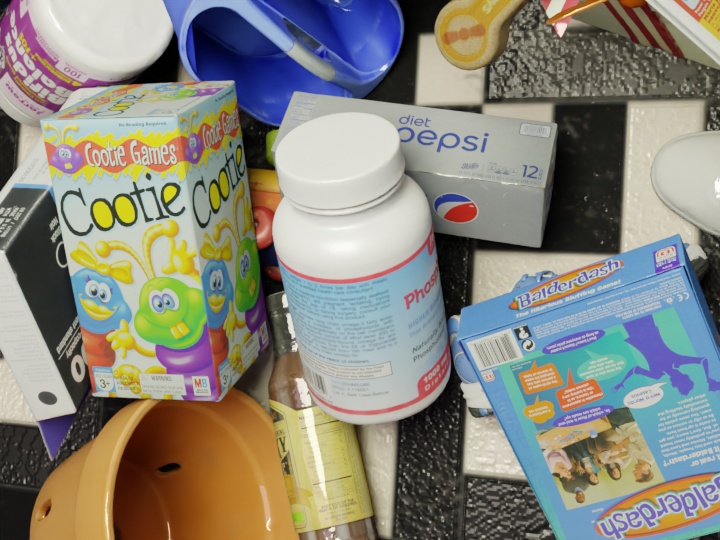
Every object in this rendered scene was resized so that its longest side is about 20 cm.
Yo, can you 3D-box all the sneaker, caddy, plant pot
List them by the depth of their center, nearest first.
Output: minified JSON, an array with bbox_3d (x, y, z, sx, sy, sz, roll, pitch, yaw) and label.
[{"bbox_3d":[0.282,-0.045,0.751,0.198,0.088,0.076,23,96,23],"label":"sneaker"},{"bbox_3d":[0.147,0.029,0.809,0.199,0.076,0.078,-30,80,17],"label":"sneaker"},{"bbox_3d":[-0.055,-0.184,0.850,0.141,0.199,0.105,-41,57,17],"label":"caddy"},{"bbox_3d":[-0.155,0.195,0.872,0.139,0.199,0.202,-19,79,36],"label":"plant pot"}]

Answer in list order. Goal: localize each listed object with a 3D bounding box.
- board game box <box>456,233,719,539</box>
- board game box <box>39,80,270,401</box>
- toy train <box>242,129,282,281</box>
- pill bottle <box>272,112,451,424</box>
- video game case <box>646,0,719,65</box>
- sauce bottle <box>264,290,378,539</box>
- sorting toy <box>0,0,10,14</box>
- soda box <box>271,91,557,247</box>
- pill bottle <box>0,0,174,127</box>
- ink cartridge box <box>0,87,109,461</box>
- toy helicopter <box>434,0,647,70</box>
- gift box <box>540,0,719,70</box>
[{"bbox_3d":[0.171,0.092,0.757,0.151,0.045,0.201,-19,113,19],"label":"board game box"},{"bbox_3d":[-0.139,-0.022,0.816,0.102,0.105,0.202,0,111,17],"label":"board game box"},{"bbox_3d":[-0.059,-0.058,0.910,0.198,0.085,0.117,6,71,16],"label":"toy train"},{"bbox_3d":[0.000,0.000,0.789,0.108,0.109,0.202,8,131,23],"label":"pill bottle"},{"bbox_3d":[0.218,-0.186,0.621,0.199,0.017,0.144,32,91,-23],"label":"video game case"},{"bbox_3d":[-0.036,0.116,0.888,0.064,0.065,0.202,-17,78,21],"label":"sauce bottle"},{"bbox_3d":[-0.255,-0.254,0.914,0.200,0.185,0.036,-40,102,20],"label":"sorting toy"},{"bbox_3d":[0.040,-0.074,0.837,0.198,0.069,0.064,8,55,12],"label":"soda box"},{"bbox_3d":[-0.234,-0.182,0.927,0.199,0.111,0.114,-20,76,57],"label":"pill bottle"},{"bbox_3d":[-0.205,0.003,0.855,0.043,0.199,0.201,2,131,14],"label":"ink cartridge box"},{"bbox_3d":[0.116,-0.186,0.674,0.132,0.079,0.200,45,132,3],"label":"toy helicopter"},{"bbox_3d":[0.211,-0.223,0.741,0.183,0.186,0.202,20,93,23],"label":"gift box"}]
